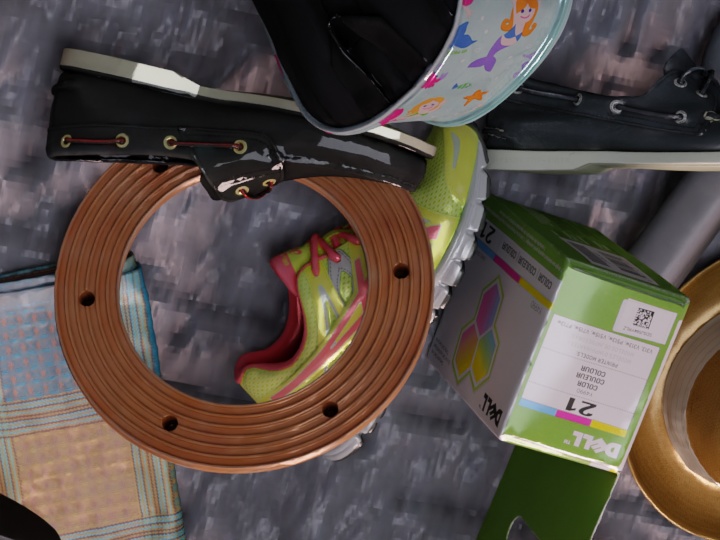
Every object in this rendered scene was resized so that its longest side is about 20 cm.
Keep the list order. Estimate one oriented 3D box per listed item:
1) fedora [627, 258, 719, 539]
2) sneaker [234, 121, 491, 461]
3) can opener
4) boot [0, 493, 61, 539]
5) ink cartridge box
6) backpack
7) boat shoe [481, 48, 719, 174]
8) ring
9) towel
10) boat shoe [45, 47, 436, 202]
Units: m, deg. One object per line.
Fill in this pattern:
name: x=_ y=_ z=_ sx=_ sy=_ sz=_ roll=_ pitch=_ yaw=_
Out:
fedora: x=0.252 y=0.080 z=1.430 sx=0.200 sy=0.082 sz=0.201 roll=-4 pitch=107 yaw=-14
sneaker: x=0.000 y=0.000 z=1.347 sx=0.090 sy=0.078 sz=0.200 roll=28 pitch=93 yaw=-10
can opener: x=0.193 y=-0.069 z=1.400 sx=0.067 sy=0.053 sz=0.200 roll=37 pitch=95 yaw=11
boot: x=-0.261 y=0.205 z=1.320 sx=0.186 sy=0.064 sz=0.200 roll=13 pitch=99 yaw=11
ink cartridge box: x=0.086 y=0.077 z=1.350 sx=0.076 sy=0.148 sz=0.200 roll=18 pitch=100 yaw=-18
backpack: x=0.022 y=-0.168 z=1.225 sx=0.150 sy=0.178 sz=0.200 roll=-1 pitch=62 yaw=-37
boat shoe: x=0.162 y=-0.086 z=1.344 sx=0.199 sy=0.074 sz=0.066 roll=0 pitch=90 yaw=21
ring: x=-0.060 y=0.010 z=1.305 sx=0.200 sy=0.019 sz=0.201 roll=-1 pitch=69 yaw=4
towel: x=-0.174 y=0.096 z=1.354 sx=0.147 sy=0.022 sz=0.200 roll=-12 pitch=108 yaw=-11
boat shoe: x=-0.062 y=-0.065 z=1.288 sx=0.201 sy=0.074 sz=0.063 roll=11 pitch=88 yaw=5
